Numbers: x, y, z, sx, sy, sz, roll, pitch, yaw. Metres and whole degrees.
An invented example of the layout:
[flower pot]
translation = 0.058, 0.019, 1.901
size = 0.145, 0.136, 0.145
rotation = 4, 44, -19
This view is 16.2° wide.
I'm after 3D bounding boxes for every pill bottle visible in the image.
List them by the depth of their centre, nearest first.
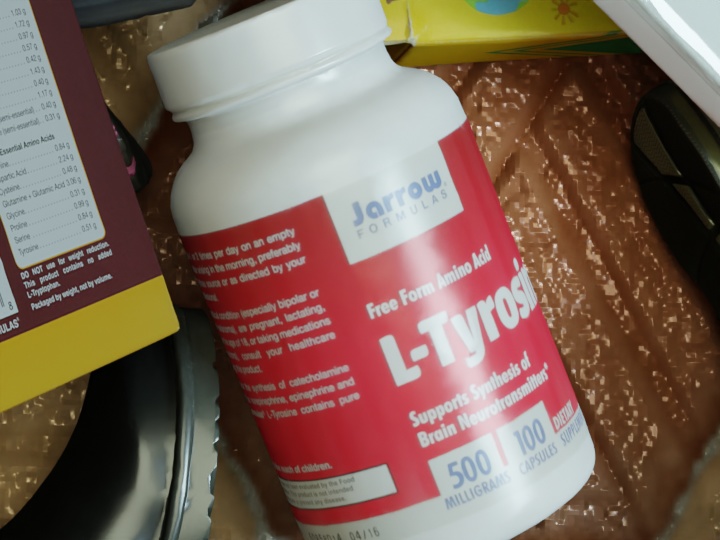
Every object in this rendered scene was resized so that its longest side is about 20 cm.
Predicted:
[pill bottle]
translation = 0.000, 0.000, 0.904
size = 0.112, 0.112, 0.201
rotation = -24, 100, -11

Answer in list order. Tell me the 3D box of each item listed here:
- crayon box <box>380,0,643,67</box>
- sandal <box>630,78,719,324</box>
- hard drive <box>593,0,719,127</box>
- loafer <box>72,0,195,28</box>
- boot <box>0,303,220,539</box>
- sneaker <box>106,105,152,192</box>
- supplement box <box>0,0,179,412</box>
[crayon box]
translation = 0.074, -0.148, 0.979
size = 0.199, 0.051, 0.128
rotation = -3, 84, -10
[sandal]
translation = 0.172, 0.012, 0.968
size = 0.057, 0.080, 0.202
rotation = -25, 88, -25
[hard drive]
translation = 0.150, -0.116, 0.931
size = 0.200, 0.026, 0.132
rotation = 42, 60, -21
[loafer]
translation = -0.032, -0.142, 0.897
size = 0.199, 0.072, 0.063
rotation = -17, 129, 2
[boot]
translation = -0.139, 0.102, 0.895
size = 0.157, 0.079, 0.212
rotation = 14, 82, -14
[sneaker]
translation = -0.170, -0.086, 0.922
size = 0.086, 0.080, 0.200
rotation = -39, 85, 0
[supplement box]
translation = -0.190, -0.038, 0.797
size = 0.132, 0.197, 0.201
rotation = -16, 95, 31
